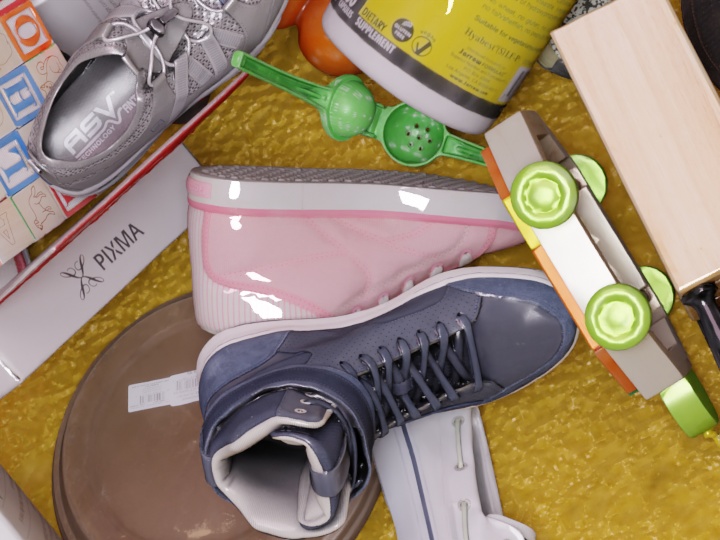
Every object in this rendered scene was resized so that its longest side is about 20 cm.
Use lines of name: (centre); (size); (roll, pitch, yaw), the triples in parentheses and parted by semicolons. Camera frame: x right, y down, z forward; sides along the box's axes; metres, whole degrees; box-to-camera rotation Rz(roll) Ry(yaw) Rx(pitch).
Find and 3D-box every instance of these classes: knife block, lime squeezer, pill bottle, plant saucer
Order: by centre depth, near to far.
knife block: (0.176, -0.025, 1.418); (0.064, 0.201, 0.176); (-27, 28, 5)
pill bottle: (0.075, -0.182, 1.498); (0.111, 0.111, 0.201); (43, 105, 32)
lime squeezer: (0.012, -0.078, 1.530); (0.038, 0.199, 0.071); (-65, 19, 14)
plant saucer: (-0.080, 0.093, 1.534); (0.199, 0.029, 0.201); (-9, 61, 17)

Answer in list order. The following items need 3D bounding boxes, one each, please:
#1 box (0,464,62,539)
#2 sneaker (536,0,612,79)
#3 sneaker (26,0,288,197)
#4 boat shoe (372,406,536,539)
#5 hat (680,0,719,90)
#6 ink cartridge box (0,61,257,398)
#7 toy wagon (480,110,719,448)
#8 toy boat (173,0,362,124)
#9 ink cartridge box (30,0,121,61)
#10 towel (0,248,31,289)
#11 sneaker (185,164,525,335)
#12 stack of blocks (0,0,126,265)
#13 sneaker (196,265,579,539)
box: (-0.216, 0.210, 1.391); (0.199, 0.200, 0.172); (-39, 96, -3)
sneaker: (0.136, -0.201, 1.558); (0.076, 0.089, 0.201); (16, 69, -1)
sneaker: (-0.103, -0.116, 1.497); (0.075, 0.082, 0.200); (38, 97, 2)
boat shoe: (0.058, 0.147, 1.426); (0.066, 0.074, 0.201); (-23, 57, 5)
hat: (0.267, -0.127, 1.490); (0.199, 0.081, 0.202); (-11, 52, 14)
ink cartridge box: (-0.138, -0.008, 1.488); (0.176, 0.045, 0.200); (-36, 8, 45)
toy wagon: (0.128, 0.010, 1.423); (0.039, 0.155, 0.201); (-31, 87, 11)
toy boat: (-0.043, -0.160, 1.613); (0.130, 0.131, 0.201); (33, 77, 0)
ink cartridge box: (-0.225, -0.173, 1.692); (0.199, 0.084, 0.146); (-34, 58, 2)
towel: (-0.289, 0.003, 1.631); (0.199, 0.023, 0.145); (-19, 84, 10)
sneaker: (0.000, 0.000, 1.510); (0.075, 0.199, 0.105); (-158, 70, -67)
stack of blocks: (-0.228, -0.107, 1.564); (0.058, 0.201, 0.115); (-19, 14, 44)
sneaker: (0.016, 0.066, 1.397); (0.201, 0.077, 0.146); (-14, 21, 5)
